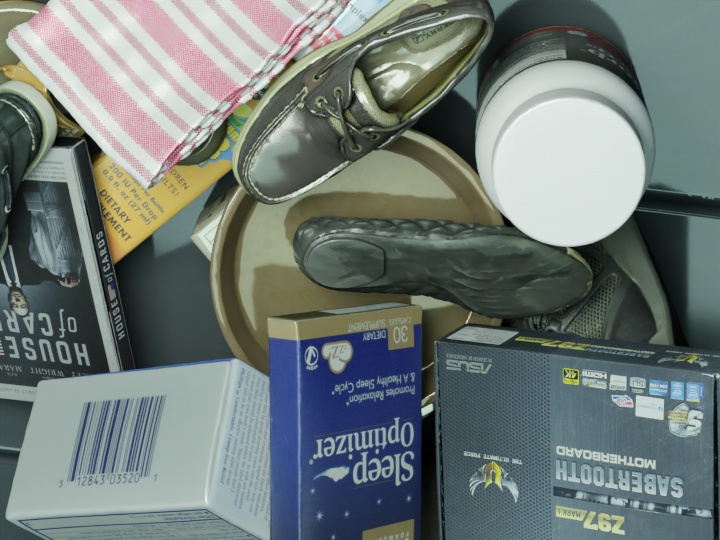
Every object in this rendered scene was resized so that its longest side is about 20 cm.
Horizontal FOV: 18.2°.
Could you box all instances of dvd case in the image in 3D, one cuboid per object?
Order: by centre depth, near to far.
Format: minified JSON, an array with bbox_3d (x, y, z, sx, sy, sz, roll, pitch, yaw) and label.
[{"bbox_3d":[-0.234,0.000,1.548,0.150,0.025,0.201,4,117,28],"label":"dvd case"}]

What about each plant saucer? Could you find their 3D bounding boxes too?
[{"bbox_3d":[0.000,0.000,1.486,0.199,0.029,0.201,-1,99,-4],"label":"plant saucer"}]

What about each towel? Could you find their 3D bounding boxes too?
[{"bbox_3d":[-0.112,-0.167,1.425,0.200,0.030,0.146,-44,72,-5],"label":"towel"}]

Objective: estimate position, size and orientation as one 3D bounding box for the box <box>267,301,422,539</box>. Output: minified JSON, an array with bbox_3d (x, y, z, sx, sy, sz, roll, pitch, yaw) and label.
[{"bbox_3d":[-0.009,0.125,1.433,0.032,0.121,0.201,6,99,41],"label":"box"}]

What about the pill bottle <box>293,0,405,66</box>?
[{"bbox_3d":[0.032,-0.213,1.473,0.109,0.109,0.200,41,104,-8],"label":"pill bottle"}]

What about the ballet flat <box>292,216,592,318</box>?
[{"bbox_3d":[0.055,-0.011,1.453,0.199,0.057,0.067,8,119,-12],"label":"ballet flat"}]

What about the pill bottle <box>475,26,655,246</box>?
[{"bbox_3d":[0.132,-0.086,1.456,0.115,0.200,0.116,1,107,3],"label":"pill bottle"}]

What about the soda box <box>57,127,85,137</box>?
[{"bbox_3d":[-0.148,-0.172,1.518,0.200,0.064,0.068,-39,100,12],"label":"soda box"}]

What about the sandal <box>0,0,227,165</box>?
[{"bbox_3d":[-0.184,-0.120,1.474,0.199,0.054,0.081,21,106,-2],"label":"sandal"}]

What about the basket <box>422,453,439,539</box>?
[{"bbox_3d":[0.117,0.178,1.571,0.199,0.136,0.181,-11,98,10],"label":"basket"}]

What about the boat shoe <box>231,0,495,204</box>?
[{"bbox_3d":[0.001,-0.112,1.416,0.200,0.065,0.073,-42,110,7],"label":"boat shoe"}]

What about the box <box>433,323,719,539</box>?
[{"bbox_3d":[0.145,0.123,1.432,0.199,0.051,0.158,7,108,30],"label":"box"}]

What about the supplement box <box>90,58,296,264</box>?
[{"bbox_3d":[-0.117,-0.090,1.539,0.200,0.069,0.067,-39,100,11],"label":"supplement box"}]

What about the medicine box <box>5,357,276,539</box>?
[{"bbox_3d":[-0.099,0.148,1.505,0.182,0.103,0.200,-8,151,37],"label":"medicine box"}]

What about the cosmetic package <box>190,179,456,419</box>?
[{"bbox_3d":[-0.014,0.013,1.550,0.103,0.087,0.200,-38,100,8],"label":"cosmetic package"}]

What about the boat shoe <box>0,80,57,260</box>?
[{"bbox_3d":[-0.265,-0.039,1.485,0.074,0.066,0.199,43,130,0],"label":"boat shoe"}]

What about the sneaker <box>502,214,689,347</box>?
[{"bbox_3d":[0.161,0.053,1.507,0.114,0.200,0.076,-26,141,10],"label":"sneaker"}]
